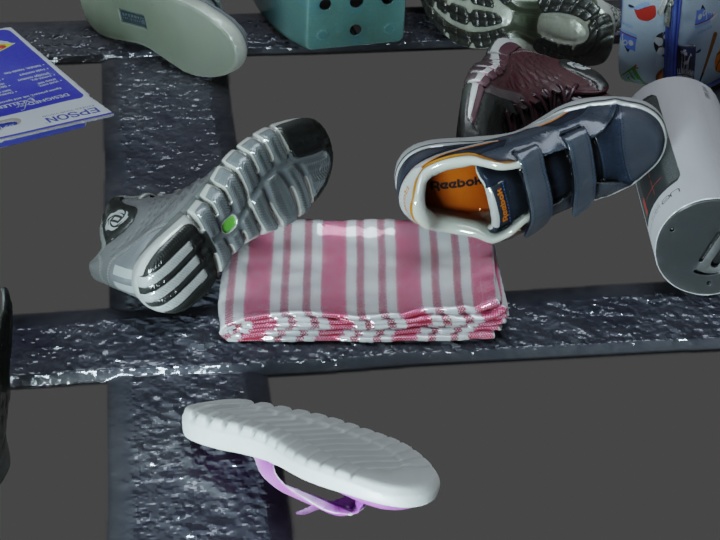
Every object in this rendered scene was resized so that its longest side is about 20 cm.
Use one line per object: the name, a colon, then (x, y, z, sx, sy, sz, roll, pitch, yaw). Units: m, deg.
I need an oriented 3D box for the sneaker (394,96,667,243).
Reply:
sneaker: (0.124, -0.066, 1.411, 0.199, 0.079, 0.079, -14, 25, 5)

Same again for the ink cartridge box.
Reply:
ink cartridge box: (-0.327, -0.125, 1.588, 0.197, 0.047, 0.200, -16, 36, -29)

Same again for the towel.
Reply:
towel: (0.000, 0.000, 1.399, 0.199, 0.030, 0.147, -1, 30, -2)

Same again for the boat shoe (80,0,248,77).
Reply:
boat shoe: (-0.159, -0.226, 1.732, 0.200, 0.070, 0.071, 23, 43, 38)

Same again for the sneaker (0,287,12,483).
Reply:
sneaker: (-0.244, 0.100, 1.153, 0.060, 0.105, 0.200, 6, 31, 8)

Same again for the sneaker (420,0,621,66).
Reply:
sneaker: (0.145, -0.232, 1.767, 0.199, 0.077, 0.089, 22, 23, 23)

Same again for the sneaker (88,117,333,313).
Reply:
sneaker: (-0.118, -0.052, 1.416, 0.115, 0.075, 0.200, 12, 42, 42)

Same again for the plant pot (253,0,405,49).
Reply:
plant pot: (-0.027, -0.289, 1.786, 0.141, 0.142, 0.200, -7, 39, -12)

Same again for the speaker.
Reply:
speaker: (0.244, -0.065, 1.466, 0.081, 0.082, 0.200, 1, 31, 0)

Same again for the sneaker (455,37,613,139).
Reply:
sneaker: (0.143, -0.129, 1.577, 0.115, 0.076, 0.200, 11, 32, 11)

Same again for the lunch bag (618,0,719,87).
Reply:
lunch bag: (0.295, -0.241, 1.681, 0.075, 0.161, 0.200, 24, 37, 35)

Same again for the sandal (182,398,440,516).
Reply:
sandal: (-0.028, 0.119, 1.187, 0.082, 0.050, 0.202, -6, 15, -40)
